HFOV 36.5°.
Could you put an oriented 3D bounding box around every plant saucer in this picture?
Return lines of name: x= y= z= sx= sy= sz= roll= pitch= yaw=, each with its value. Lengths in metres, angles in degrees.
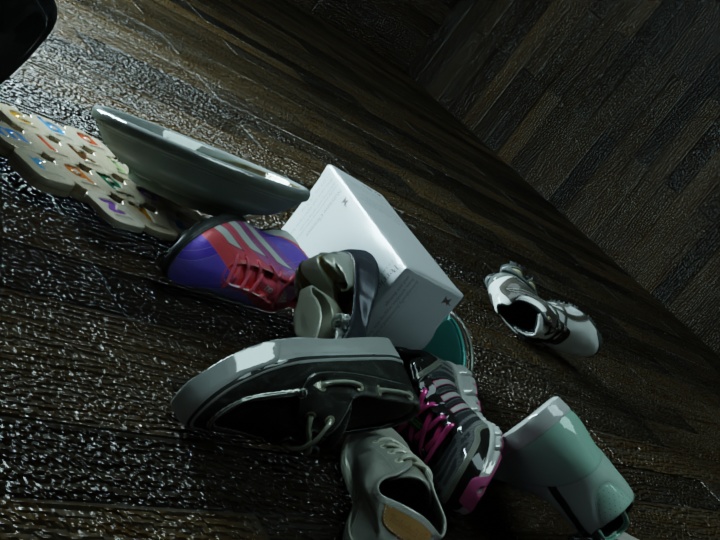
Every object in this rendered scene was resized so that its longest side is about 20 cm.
plant saucer: x=-0.143 y=-0.084 z=0.948 sx=0.200 sy=0.050 sz=0.200 roll=22 pitch=5 yaw=-2

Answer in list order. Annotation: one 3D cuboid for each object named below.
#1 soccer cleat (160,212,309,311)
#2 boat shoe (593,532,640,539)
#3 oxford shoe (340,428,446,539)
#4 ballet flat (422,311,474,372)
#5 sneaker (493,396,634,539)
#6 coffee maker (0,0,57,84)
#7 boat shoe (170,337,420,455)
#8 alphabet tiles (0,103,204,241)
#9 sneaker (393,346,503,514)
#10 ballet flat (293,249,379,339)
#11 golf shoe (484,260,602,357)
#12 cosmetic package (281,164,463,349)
soccer cleat: x=-0.091 y=0.001 z=0.919 sx=0.073 sy=0.068 sz=0.200 roll=47 pitch=14 yaw=18
boat shoe: x=0.261 y=0.280 z=0.912 sx=0.200 sy=0.075 sz=0.093 roll=18 pitch=27 yaw=-31
oxford shoe: x=0.025 y=0.149 z=0.760 sx=0.075 sy=0.058 sz=0.200 roll=32 pitch=13 yaw=-7
ballet flat: x=0.079 y=0.067 z=1.121 sx=0.064 sy=0.067 sz=0.200 roll=36 pitch=13 yaw=-38
sneaker: x=0.160 y=0.179 z=0.904 sx=0.118 sy=0.074 sz=0.200 roll=53 pitch=-11 yaw=11
coffee maker: x=-0.355 y=-0.250 z=0.909 sx=0.200 sy=0.135 sz=0.192 roll=42 pitch=14 yaw=11
boat shoe: x=-0.033 y=0.087 z=0.737 sx=0.200 sy=0.071 sz=0.064 roll=-4 pitch=54 yaw=-45
alphabet tiles: x=-0.221 y=-0.077 z=0.922 sx=0.196 sy=0.015 sz=0.200 roll=40 pitch=13 yaw=30
sneaker: x=0.055 y=0.122 z=0.887 sx=0.087 sy=0.074 sz=0.200 roll=26 pitch=19 yaw=-16
ballet flat: x=-0.025 y=0.028 z=0.893 sx=0.073 sy=0.073 sz=0.200 roll=33 pitch=34 yaw=-19
golf shoe: x=0.254 y=0.078 z=1.523 sx=0.200 sy=0.078 sz=0.095 roll=33 pitch=33 yaw=-14
cosmetic package: x=0.000 y=0.000 z=1.045 sx=0.081 sy=0.113 sz=0.200 roll=28 pitch=15 yaw=-35
